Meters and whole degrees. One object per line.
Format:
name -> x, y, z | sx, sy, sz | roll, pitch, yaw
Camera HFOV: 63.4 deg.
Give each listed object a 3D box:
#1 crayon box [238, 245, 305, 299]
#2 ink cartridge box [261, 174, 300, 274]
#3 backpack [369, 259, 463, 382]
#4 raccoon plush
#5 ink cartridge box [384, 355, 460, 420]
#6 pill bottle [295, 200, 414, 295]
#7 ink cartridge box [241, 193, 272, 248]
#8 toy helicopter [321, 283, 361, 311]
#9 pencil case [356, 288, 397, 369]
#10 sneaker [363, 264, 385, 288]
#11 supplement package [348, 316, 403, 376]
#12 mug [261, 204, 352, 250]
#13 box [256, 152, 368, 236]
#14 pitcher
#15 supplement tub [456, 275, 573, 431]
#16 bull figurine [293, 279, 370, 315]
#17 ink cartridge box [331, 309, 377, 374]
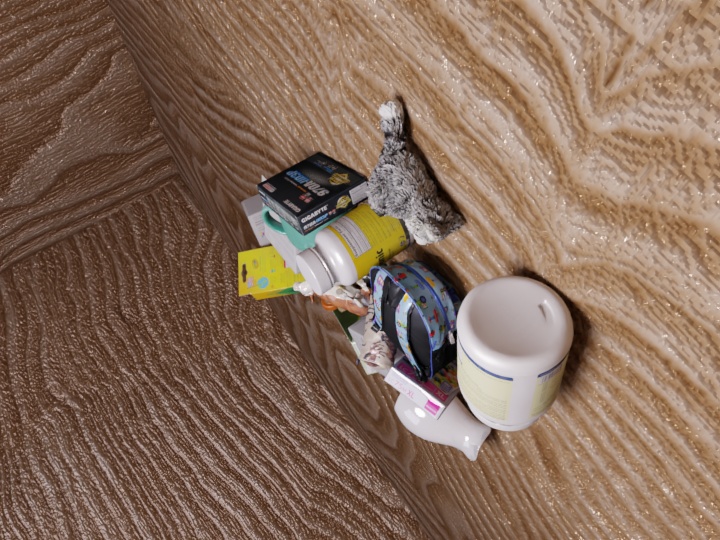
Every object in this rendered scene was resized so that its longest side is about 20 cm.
crayon box -> -0.215, -0.001, 1.505 | 0.051, 0.198, 0.128 | 59, -156, -65
ink cartridge box -> -0.179, -0.115, 1.405 | 0.162, 0.050, 0.201 | 48, 147, 32
backpack -> 0.100, 0.062, 1.015 | 0.183, 0.134, 0.201 | 45, 160, 37
raccoon plush -> 0.076, -0.127, 0.833 | 0.134, 0.096, 0.201 | 31, 150, 41
ink cartridge box -> 0.138, 0.194, 1.107 | 0.119, 0.200, 0.042 | 35, 114, 16
pill bottle -> -0.011, -0.044, 1.031 | 0.112, 0.199, 0.112 | 51, 163, 22
ink cartridge box -> -0.215, -0.117, 1.573 | 0.084, 0.144, 0.201 | -123, 12, -46
toy helicopter -> 0.000, 0.045, 1.338 | 0.199, 0.133, 0.079 | 23, 150, 32
pencil case -> 0.045, 0.096, 1.169 | 0.089, 0.077, 0.202 | -10, 68, 62
sneaker -> 0.000, 0.000, 1.276 | 0.200, 0.090, 0.076 | 50, 160, 22
supplement package -> 0.075, 0.167, 1.313 | 0.110, 0.113, 0.200 | 64, 162, -19
mug -> -0.099, -0.114, 1.232 | 0.184, 0.152, 0.115 | 23, 144, 43
box -> -0.095, -0.156, 1.147 | 0.200, 0.158, 0.046 | 39, 155, 50
pitcher -> 0.181, 0.324, 1.277 | 0.199, 0.122, 0.172 | 29, 170, 17
supplement tub -> 0.204, 0.120, 0.798 | 0.145, 0.144, 0.201 | 46, 160, 35
bull figurine -> -0.059, 0.038, 1.244 | 0.198, 0.066, 0.122 | 17, 160, 20
ink cartridge box -> 0.003, 0.138, 1.463 | 0.146, 0.047, 0.201 | -72, -40, -62
